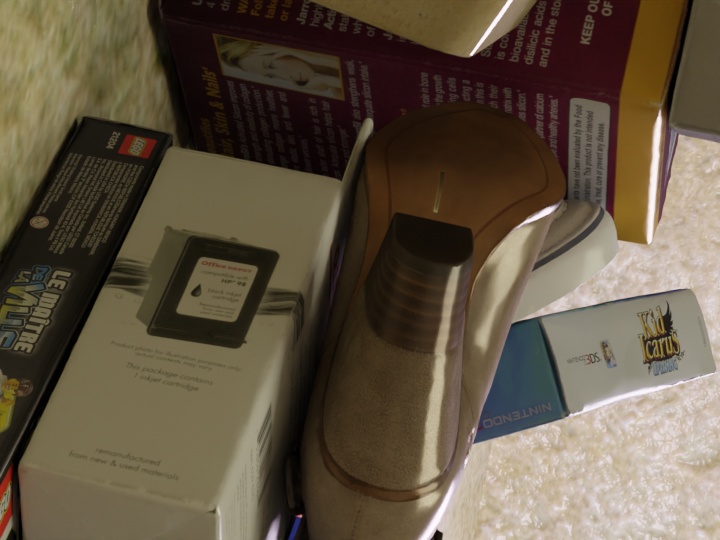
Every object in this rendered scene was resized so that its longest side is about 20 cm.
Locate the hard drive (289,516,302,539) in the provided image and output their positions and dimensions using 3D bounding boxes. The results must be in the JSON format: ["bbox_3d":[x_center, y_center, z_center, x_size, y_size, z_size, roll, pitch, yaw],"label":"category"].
[{"bbox_3d":[-0.074,0.142,0.921,0.200,0.132,0.025,-65,165,-59],"label":"hard drive"}]

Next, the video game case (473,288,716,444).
[{"bbox_3d":[0.029,0.056,1.150,0.181,0.200,0.045,-11,84,-64],"label":"video game case"}]

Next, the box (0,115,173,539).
[{"bbox_3d":[-0.108,0.049,0.901,0.200,0.035,0.110,-68,167,-50],"label":"box"}]

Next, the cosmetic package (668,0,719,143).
[{"bbox_3d":[0.221,-0.072,1.013,0.107,0.200,0.090,-3,102,-78],"label":"cosmetic package"}]

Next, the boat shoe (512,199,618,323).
[{"bbox_3d":[0.000,0.000,1.054,0.071,0.200,0.070,-86,156,-75],"label":"boat shoe"}]

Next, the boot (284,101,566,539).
[{"bbox_3d":[0.016,0.036,0.938,0.200,0.070,0.146,-56,161,-66],"label":"boot"}]

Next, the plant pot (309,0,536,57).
[{"bbox_3d":[0.015,-0.182,0.922,0.200,0.200,0.177,-45,155,-75],"label":"plant pot"}]

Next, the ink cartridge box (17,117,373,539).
[{"bbox_3d":[-0.052,0.042,0.915,0.200,0.067,0.116,-70,167,-47],"label":"ink cartridge box"}]

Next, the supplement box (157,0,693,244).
[{"bbox_3d":[0.032,-0.097,1.073,0.131,0.200,0.103,83,20,-67],"label":"supplement box"}]
